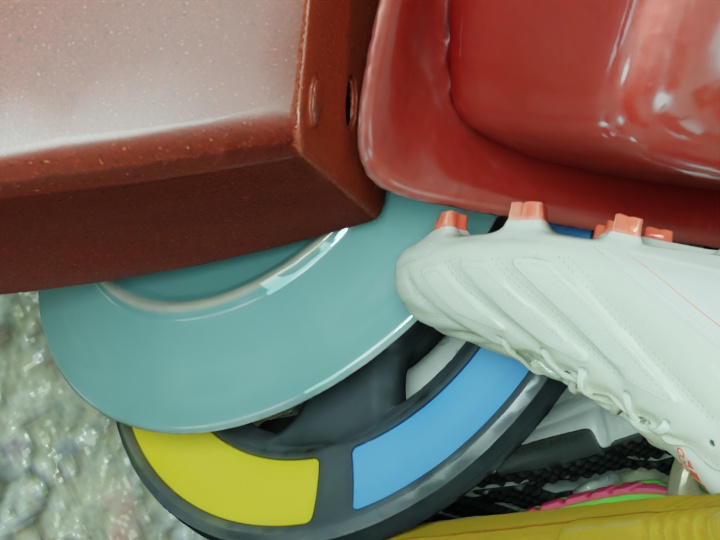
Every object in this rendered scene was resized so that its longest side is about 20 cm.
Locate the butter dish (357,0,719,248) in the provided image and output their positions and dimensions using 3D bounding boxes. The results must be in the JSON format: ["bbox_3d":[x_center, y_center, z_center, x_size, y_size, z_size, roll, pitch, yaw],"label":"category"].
[{"bbox_3d":[0.124,-0.095,0.826,0.148,0.199,0.201,26,106,54],"label":"butter dish"}]

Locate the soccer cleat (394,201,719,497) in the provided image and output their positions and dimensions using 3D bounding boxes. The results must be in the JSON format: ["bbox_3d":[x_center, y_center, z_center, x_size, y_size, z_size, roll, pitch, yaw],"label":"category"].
[{"bbox_3d":[0.089,0.026,0.817,0.199,0.069,0.078,7,86,36],"label":"soccer cleat"}]

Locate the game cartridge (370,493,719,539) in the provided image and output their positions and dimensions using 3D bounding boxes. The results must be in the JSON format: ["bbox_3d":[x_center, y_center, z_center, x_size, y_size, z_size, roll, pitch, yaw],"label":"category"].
[{"bbox_3d":[0.081,0.154,0.840,0.200,0.032,0.177,-15,94,59],"label":"game cartridge"}]

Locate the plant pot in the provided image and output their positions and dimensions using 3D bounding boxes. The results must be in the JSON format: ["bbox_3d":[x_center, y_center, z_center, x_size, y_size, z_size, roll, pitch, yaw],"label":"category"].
[{"bbox_3d":[-0.082,-0.094,0.855,0.176,0.200,0.201,4,83,10],"label":"plant pot"}]

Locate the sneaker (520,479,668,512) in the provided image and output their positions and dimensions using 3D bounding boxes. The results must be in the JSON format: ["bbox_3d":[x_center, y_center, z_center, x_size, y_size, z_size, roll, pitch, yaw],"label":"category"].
[{"bbox_3d":[0.032,0.130,0.968,0.200,0.077,0.084,-17,96,36],"label":"sneaker"}]

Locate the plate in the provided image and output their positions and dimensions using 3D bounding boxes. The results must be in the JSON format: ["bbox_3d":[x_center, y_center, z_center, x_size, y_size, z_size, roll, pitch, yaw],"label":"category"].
[{"bbox_3d":[-0.032,-0.039,0.959,0.200,0.026,0.201,-22,47,26],"label":"plate"}]

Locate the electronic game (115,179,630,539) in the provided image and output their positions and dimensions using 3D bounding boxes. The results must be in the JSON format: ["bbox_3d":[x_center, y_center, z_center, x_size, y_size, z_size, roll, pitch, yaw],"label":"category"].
[{"bbox_3d":[0.000,0.000,0.952,0.200,0.042,0.201,-22,50,28],"label":"electronic game"}]

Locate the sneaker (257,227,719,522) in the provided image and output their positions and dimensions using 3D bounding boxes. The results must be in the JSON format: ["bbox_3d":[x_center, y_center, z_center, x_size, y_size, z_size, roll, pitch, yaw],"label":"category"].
[{"bbox_3d":[0.053,0.036,0.966,0.199,0.074,0.080,-15,71,23],"label":"sneaker"}]

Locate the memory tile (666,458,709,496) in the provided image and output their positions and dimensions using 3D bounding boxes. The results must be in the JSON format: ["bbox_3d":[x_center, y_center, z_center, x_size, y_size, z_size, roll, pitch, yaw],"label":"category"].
[{"bbox_3d":[0.155,0.070,0.809,0.200,0.017,0.154,7,81,54],"label":"memory tile"}]
